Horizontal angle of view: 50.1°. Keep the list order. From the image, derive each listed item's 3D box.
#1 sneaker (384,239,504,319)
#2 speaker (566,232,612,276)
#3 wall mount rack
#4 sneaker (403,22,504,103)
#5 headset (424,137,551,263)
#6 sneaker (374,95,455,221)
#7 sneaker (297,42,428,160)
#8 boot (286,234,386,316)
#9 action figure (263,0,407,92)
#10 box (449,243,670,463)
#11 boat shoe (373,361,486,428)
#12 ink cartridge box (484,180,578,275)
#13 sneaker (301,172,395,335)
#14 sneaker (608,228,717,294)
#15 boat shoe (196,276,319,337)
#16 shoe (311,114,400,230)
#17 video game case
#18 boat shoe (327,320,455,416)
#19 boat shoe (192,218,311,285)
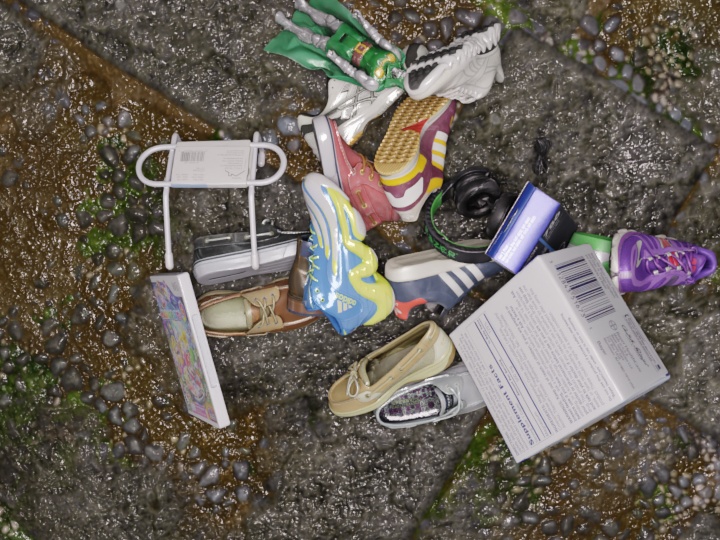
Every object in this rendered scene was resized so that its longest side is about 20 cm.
[{"bbox_3d":[0.123,0.015,1.015,0.195,0.075,0.087,-11,107,-18],"label":"sneaker"},{"bbox_3d":[0.299,0.057,1.022,0.086,0.088,0.205,10,99,1],"label":"speaker"},{"bbox_3d":[-0.190,-0.096,1.000,0.194,0.075,0.178,0,64,3],"label":"wall mount rack"},{"bbox_3d":[0.124,-0.242,0.948,0.074,0.199,0.083,0,117,41],"label":"sneaker"},{"bbox_3d":[0.171,-0.094,0.990,0.198,0.095,0.123,-33,58,-21],"label":"headset"},{"bbox_3d":[0.076,-0.151,0.979,0.073,0.202,0.091,3,133,31],"label":"sneaker"},{"bbox_3d":[-0.001,-0.233,1.000,0.200,0.076,0.088,-43,94,7],"label":"sneaker"},{"bbox_3d":[0.000,0.000,1.008,0.195,0.075,0.099,-6,112,-21],"label":"boot"},{"bbox_3d":[-0.015,-0.281,0.964,0.198,0.055,0.119,34,81,17],"label":"action figure"},{"bbox_3d":[0.234,0.102,0.939,0.200,0.103,0.187,-48,63,47],"label":"box"},{"bbox_3d":[0.112,0.176,1.055,0.196,0.072,0.072,-16,97,5],"label":"boat shoe"},{"bbox_3d":[0.217,-0.038,0.957,0.039,0.199,0.101,34,98,25],"label":"ink cartridge box"},{"bbox_3d":[-0.036,-0.011,0.926,0.104,0.075,0.203,-35,104,-20],"label":"sneaker"},{"bbox_3d":[0.378,-0.013,0.961,0.197,0.082,0.083,-8,99,-39],"label":"sneaker"},{"bbox_3d":[-0.139,0.058,1.049,0.195,0.074,0.078,-11,98,4],"label":"boat shoe"},{"bbox_3d":[-0.001,-0.125,0.978,0.089,0.073,0.202,-16,142,1],"label":"shoe"},{"bbox_3d":[-0.231,0.103,1.035,0.018,0.142,0.205,-18,98,-28],"label":"video game case"},{"bbox_3d":[0.030,0.130,1.033,0.198,0.074,0.063,-27,127,23],"label":"boat shoe"},{"bbox_3d":[-0.132,-0.036,1.037,0.195,0.072,0.073,-11,76,-6],"label":"boat shoe"}]
